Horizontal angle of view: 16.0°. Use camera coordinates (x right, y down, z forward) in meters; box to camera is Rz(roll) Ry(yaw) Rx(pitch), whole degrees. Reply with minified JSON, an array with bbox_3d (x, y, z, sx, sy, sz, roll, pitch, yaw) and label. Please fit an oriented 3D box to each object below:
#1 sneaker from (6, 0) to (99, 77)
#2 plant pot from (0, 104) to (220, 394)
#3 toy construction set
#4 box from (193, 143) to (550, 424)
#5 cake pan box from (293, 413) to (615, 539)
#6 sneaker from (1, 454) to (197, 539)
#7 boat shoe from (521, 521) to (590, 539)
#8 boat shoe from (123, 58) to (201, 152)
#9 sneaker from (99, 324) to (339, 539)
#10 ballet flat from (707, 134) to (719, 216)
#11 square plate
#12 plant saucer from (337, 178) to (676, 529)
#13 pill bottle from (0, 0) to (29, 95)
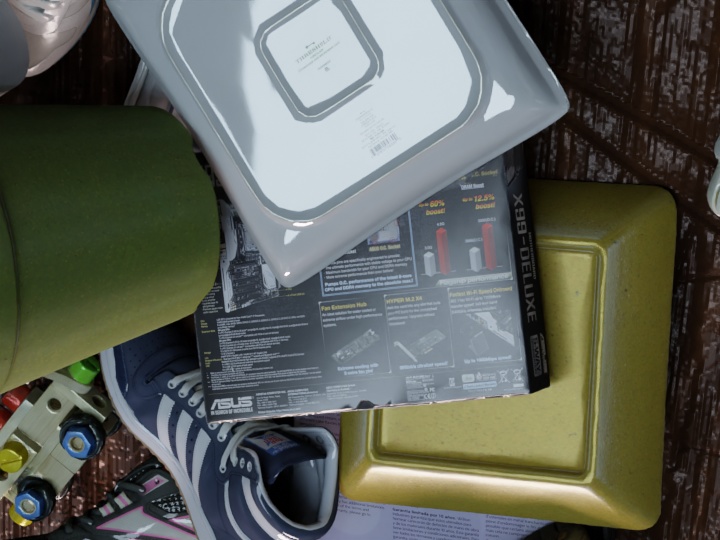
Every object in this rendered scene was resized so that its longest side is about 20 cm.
[{"bbox_3d":[-0.180,-0.192,1.483,0.076,0.081,0.201,30,122,1],"label":"sneaker"},{"bbox_3d":[-0.185,-0.019,1.414,0.200,0.189,0.202,27,123,51],"label":"plant pot"},{"bbox_3d":[-0.233,0.094,1.639,0.131,0.092,0.200,39,131,-2],"label":"toy construction set"},{"bbox_3d":[0.000,0.000,1.457,0.199,0.050,0.159,-7,91,19],"label":"box"},{"bbox_3d":[0.057,0.149,1.581,0.199,0.052,0.185,5,118,17],"label":"cake pan box"},{"bbox_3d":[-0.140,0.160,1.633,0.198,0.080,0.087,-8,100,-7],"label":"sneaker"},{"bbox_3d":[0.068,0.224,1.543,0.199,0.072,0.068,-31,100,25],"label":"boat shoe"},{"bbox_3d":[-0.126,-0.065,1.539,0.065,0.073,0.201,36,118,18],"label":"boat shoe"},{"bbox_3d":[-0.082,0.093,1.553,0.201,0.070,0.108,60,143,11],"label":"sneaker"},{"bbox_3d":[0.230,-0.026,1.420,0.064,0.076,0.201,-19,107,5],"label":"ballet flat"},{"bbox_3d":[-0.018,-0.120,1.403,0.199,0.028,0.199,-32,89,19],"label":"square plate"},{"bbox_3d":[0.078,0.046,1.487,0.199,0.048,0.202,4,94,17],"label":"plant saucer"},{"bbox_3d":[-0.290,-0.099,1.502,0.199,0.111,0.111,-25,105,28],"label":"pill bottle"}]
